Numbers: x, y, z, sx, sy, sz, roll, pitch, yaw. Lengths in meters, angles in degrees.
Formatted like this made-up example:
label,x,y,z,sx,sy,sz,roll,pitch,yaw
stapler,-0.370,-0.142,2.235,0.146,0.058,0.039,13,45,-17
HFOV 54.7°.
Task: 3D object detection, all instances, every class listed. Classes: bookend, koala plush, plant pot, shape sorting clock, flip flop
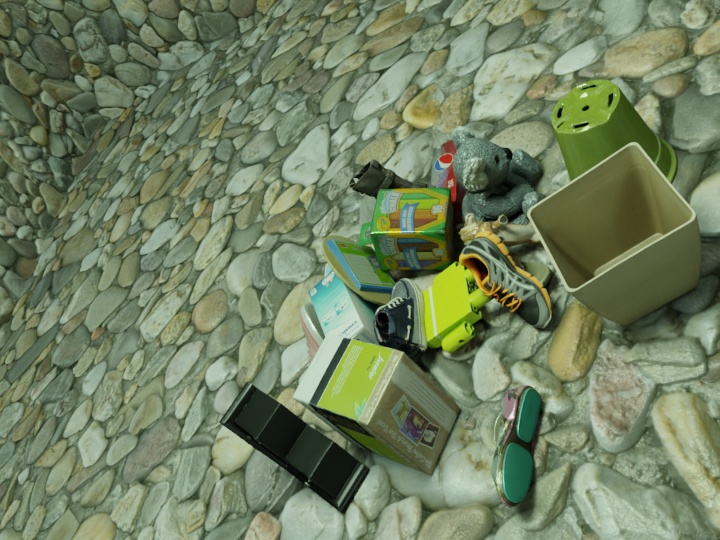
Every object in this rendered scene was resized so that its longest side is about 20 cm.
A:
label,x,y,z,sx,sy,sz,roll,pitch,yaw
bookend,-0.120,0.317,1.261,0.199,0.199,0.093,17,66,49
koala plush,0.246,-0.177,1.359,0.182,0.200,0.179,-28,41,23
plant pot,0.430,-0.227,1.236,0.198,0.190,0.202,-26,41,25
shape sorting clock,0.000,0.000,1.442,0.039,0.199,0.201,-46,34,25
flip flop,0.269,-0.006,1.298,0.081,0.058,0.199,-50,37,-5
plant pot,0.410,-0.035,1.087,0.199,0.177,0.201,-33,38,17

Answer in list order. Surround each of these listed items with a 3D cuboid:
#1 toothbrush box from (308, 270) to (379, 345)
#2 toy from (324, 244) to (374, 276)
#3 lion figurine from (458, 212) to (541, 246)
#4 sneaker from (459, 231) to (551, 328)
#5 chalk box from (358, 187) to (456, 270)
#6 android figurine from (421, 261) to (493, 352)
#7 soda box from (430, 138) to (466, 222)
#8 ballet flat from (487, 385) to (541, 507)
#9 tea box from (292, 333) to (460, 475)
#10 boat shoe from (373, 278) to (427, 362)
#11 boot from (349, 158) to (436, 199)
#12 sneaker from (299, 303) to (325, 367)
label,x,y,z,sx,sy,sz,roll,pitch,yaw
toothbrush box,-0.009,0.111,1.388,0.085,0.146,0.201,-41,38,9
toy,-0.018,-0.021,1.598,0.198,0.047,0.116,-24,41,26
lion figurine,0.289,-0.070,1.302,0.122,0.197,0.074,128,147,-82
sneaker,0.249,0.026,1.212,0.077,0.079,0.200,-29,68,-33
chalk box,0.090,-0.084,1.435,0.197,0.125,0.126,0,53,15
android figurine,0.168,0.070,1.318,0.200,0.041,0.184,-42,34,32
soda box,0.199,-0.195,1.535,0.069,0.063,0.202,-20,45,31
ballet flat,0.233,0.273,1.082,0.071,0.069,0.202,-30,32,49
tea box,0.029,0.228,1.198,0.195,0.200,0.135,9,62,46
boat shoe,0.070,0.077,1.330,0.075,0.092,0.202,-43,34,27
boot,0.055,-0.163,1.510,0.200,0.172,0.070,129,156,-56
sneaker,-0.086,0.173,1.406,0.104,0.075,0.202,-38,78,24
